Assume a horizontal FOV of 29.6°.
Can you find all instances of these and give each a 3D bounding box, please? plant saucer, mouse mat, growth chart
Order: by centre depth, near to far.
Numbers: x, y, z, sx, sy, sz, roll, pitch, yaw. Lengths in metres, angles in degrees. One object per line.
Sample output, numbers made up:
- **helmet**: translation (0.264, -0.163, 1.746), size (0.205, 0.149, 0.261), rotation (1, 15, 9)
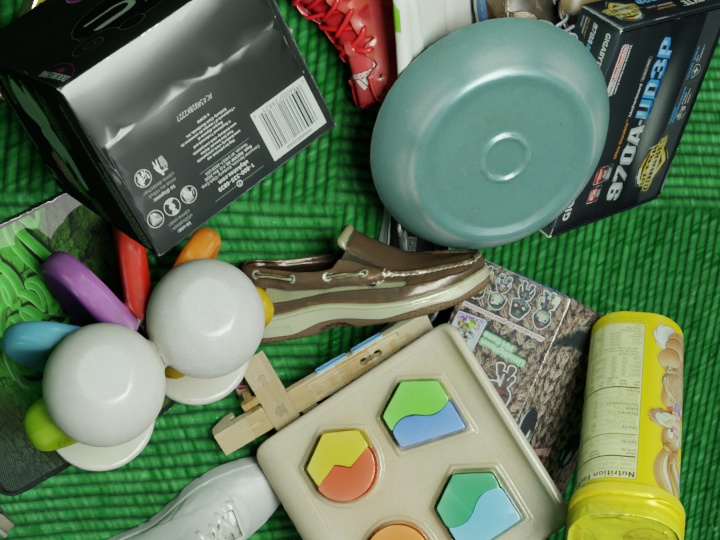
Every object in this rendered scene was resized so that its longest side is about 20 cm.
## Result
- **mouse mat**: translation (-0.236, 0.055, 1.026), size (0.160, 0.008, 0.202), rotation (-29, 116, -21)
- **plant saucer**: translation (0.107, -0.094, 1.049), size (0.197, 0.036, 0.202), rotation (-9, 124, -13)
- **growth chart**: translation (0.079, -0.205, 1.067), size (0.200, 0.018, 0.147), rotation (-41, 139, -45)

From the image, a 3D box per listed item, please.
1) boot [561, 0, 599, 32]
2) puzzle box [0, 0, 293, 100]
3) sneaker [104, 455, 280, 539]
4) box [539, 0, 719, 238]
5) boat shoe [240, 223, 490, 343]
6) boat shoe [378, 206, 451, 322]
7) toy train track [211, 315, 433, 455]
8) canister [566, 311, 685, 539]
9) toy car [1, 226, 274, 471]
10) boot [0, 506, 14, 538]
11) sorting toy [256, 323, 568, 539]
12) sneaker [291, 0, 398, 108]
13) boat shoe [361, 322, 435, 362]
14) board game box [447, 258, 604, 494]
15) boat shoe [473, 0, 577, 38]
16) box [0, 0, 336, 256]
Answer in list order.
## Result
- **boot**: translation (0.175, -0.251, 1.130), size (0.174, 0.066, 0.203), rotation (-6, 108, -44)
- **puzzle box**: translation (-0.156, -0.155, 1.002), size (0.198, 0.025, 0.135), rotation (19, 93, -33)
- **sneaker**: translation (-0.125, 0.227, 1.075), size (0.199, 0.115, 0.074), rotation (-30, 115, -22)
- **box**: translation (0.224, -0.138, 1.158), size (0.158, 0.046, 0.202), rotation (-19, 136, -39)
- **boat shoe**: translation (0.000, 0.002, 1.072), size (0.199, 0.075, 0.076), rotation (-12, 103, 3)
- **boat shoe**: translation (0.052, -0.056, 1.126), size (0.073, 0.068, 0.202), rotation (5, 101, -31)
- **toy train track**: translation (-0.032, 0.086, 1.119), size (0.198, 0.033, 0.116), rotation (-29, 121, -2)
- **canister**: translation (0.212, 0.151, 1.073), size (0.150, 0.085, 0.202), rotation (81, 17, -45)
- **toy car**: translation (-0.168, 0.042, 0.982), size (0.199, 0.175, 0.151), rotation (-33, 83, -18)
- **boot**: translation (-0.368, 0.208, 0.953), size (0.181, 0.072, 0.201), rotation (36, 78, -19)
- **sorting toy**: translation (0.038, 0.170, 1.076), size (0.199, 0.036, 0.186), rotation (-34, 80, 8)
- **sneaker**: translation (-0.009, -0.188, 1.039), size (0.198, 0.078, 0.117), rotation (7, 89, -31)
- **boat shoe**: translation (0.013, 0.130, 1.160), size (0.074, 0.060, 0.201), rotation (38, 83, -31)
- **board game box**: translation (0.130, 0.112, 1.171), size (0.159, 0.096, 0.202), rotation (22, 93, -57)
- **boat shoe**: translation (0.137, -0.182, 1.074), size (0.072, 0.072, 0.202), rotation (-24, 130, -28)
- **box**: translation (-0.138, -0.121, 0.887), size (0.148, 0.199, 0.125), rotation (-37, 120, -16)
